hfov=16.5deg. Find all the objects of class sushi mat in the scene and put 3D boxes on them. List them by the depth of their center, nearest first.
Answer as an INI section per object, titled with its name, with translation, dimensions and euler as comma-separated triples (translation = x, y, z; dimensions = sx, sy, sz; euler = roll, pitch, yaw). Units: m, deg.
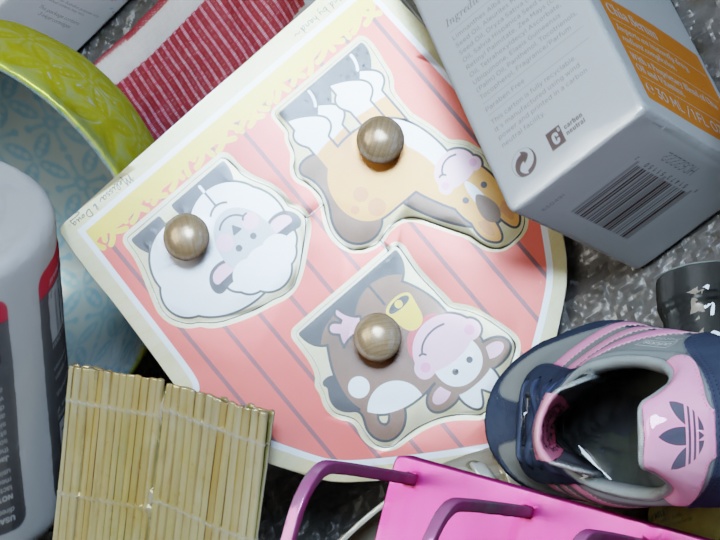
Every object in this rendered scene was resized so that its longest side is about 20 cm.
[sushi mat]
translation = -0.091, 0.142, 1.056
dimensions = 0.095, 0.012, 0.202
euler = 14, 106, 23

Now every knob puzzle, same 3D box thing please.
[knob puzzle]
translation = 0.000, 0.000, 1.042
dimensions = 0.218, 0.030, 0.222
euler = 0, 84, 1

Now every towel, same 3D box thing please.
[towel]
translation = -0.056, -0.062, 1.176
dimensions = 0.144, 0.023, 0.201
euler = -41, 55, 21

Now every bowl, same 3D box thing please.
[bowl]
translation = -0.163, -0.041, 1.156
dimensions = 0.199, 0.201, 0.108
euler = -19, 21, 33

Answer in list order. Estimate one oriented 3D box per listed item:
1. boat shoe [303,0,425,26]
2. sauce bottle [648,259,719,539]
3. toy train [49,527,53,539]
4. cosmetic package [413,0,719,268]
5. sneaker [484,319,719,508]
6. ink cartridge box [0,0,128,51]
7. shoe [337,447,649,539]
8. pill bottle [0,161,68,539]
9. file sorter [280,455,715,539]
[boat shoe]
translation = -0.002, -0.157, 1.129
dimensions = 0.066, 0.072, 0.201
euler = -35, 59, 20
[sauce bottle]
translation = 0.140, 0.096, 0.944
dimensions = 0.064, 0.065, 0.202
euler = -17, 69, 34
[toy train]
translation = -0.165, 0.051, 1.219
dimensions = 0.056, 0.042, 0.202
euler = -16, 68, 23
[cosmetic package]
translation = 0.078, -0.109, 1.031
dimensions = 0.071, 0.101, 0.201
euler = -37, 58, 23
[sneaker]
translation = 0.084, 0.051, 0.898
dimensions = 0.200, 0.081, 0.071
euler = -11, 80, 62
[ink cartridge box]
translation = -0.140, -0.201, 1.252
dimensions = 0.200, 0.068, 0.116
euler = -41, 55, 22
[shoe]
translation = 0.034, 0.121, 1.008
dimensions = 0.199, 0.053, 0.070
euler = -34, 58, 9
[pill bottle]
translation = -0.182, 0.059, 1.091
dimensions = 0.110, 0.110, 0.201
euler = 33, 135, 40
[file sorter]
translation = 0.069, 0.152, 0.826
dimensions = 0.199, 0.125, 0.140
euler = 14, 89, 21
